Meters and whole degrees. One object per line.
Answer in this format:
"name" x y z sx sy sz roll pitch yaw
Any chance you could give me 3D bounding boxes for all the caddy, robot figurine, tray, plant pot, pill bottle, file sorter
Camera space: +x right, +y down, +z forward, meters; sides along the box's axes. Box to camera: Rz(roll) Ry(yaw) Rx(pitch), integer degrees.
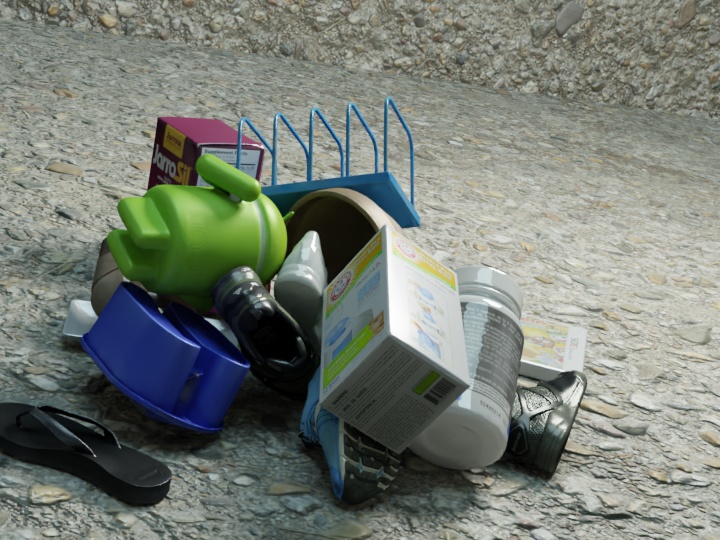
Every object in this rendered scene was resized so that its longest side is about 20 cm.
"caddy" -0.207 0.098 1.364 0.141 0.105 0.200 26 6 -37
"robot figurine" -0.166 -0.032 1.409 0.199 0.176 0.116 0 37 -35
"tray" -0.242 0.075 1.530 0.199 0.022 0.107 9 18 -9
"plant pot" 0.000 0.000 1.522 0.200 0.202 0.092 27 29 38
"pill bottle" 0.113 0.099 1.400 0.113 0.114 0.201 13 51 4
"file sorter" -0.041 -0.123 1.603 0.199 0.123 0.139 -6 -23 16

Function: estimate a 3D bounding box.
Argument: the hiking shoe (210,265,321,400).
"hiking shoe" -0.087 0.089 1.395 0.200 0.076 0.101 54 -2 -42

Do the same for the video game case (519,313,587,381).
"video game case" 0.199 0.091 1.746 0.199 0.023 0.182 14 19 8

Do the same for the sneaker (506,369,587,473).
"sneaker" 0.190 0.150 1.486 0.114 0.077 0.199 23 26 12

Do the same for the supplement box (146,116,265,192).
"supplement box" -0.213 -0.089 1.746 0.103 0.201 0.131 -1 21 -34

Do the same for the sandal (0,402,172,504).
"sandal" -0.263 0.159 1.239 0.199 0.043 0.076 18 20 18

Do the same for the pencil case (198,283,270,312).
"pencil case" -0.206 0.013 1.604 0.199 0.089 0.088 7 17 13

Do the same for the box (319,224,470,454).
"box" 0.032 0.065 1.324 0.101 0.113 0.200 34 28 -20

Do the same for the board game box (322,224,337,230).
"board game box" -0.111 -0.032 1.639 0.199 0.024 0.105 -6 -20 14

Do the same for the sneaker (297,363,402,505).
"sneaker" -0.017 0.166 1.337 0.078 0.090 0.200 34 26 -26

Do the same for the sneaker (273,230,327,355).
"sneaker" -0.064 0.034 1.489 0.075 0.200 0.089 15 55 -1

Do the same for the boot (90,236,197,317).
"boot" -0.211 0.008 1.512 0.199 0.070 0.147 -16 53 -6
